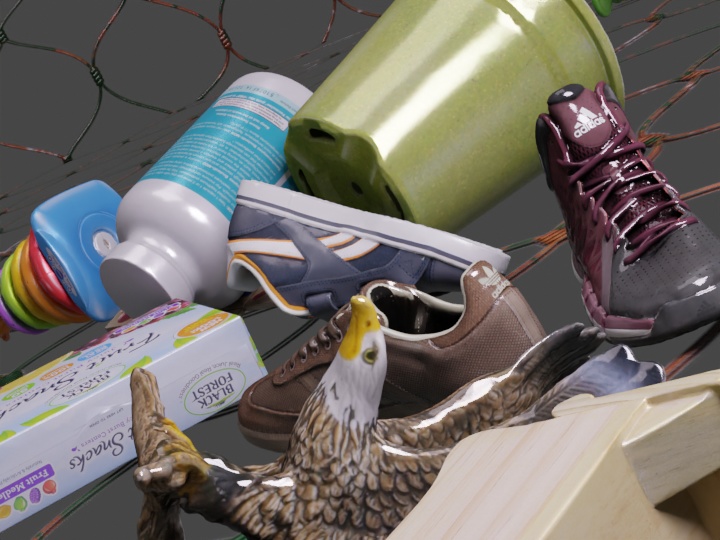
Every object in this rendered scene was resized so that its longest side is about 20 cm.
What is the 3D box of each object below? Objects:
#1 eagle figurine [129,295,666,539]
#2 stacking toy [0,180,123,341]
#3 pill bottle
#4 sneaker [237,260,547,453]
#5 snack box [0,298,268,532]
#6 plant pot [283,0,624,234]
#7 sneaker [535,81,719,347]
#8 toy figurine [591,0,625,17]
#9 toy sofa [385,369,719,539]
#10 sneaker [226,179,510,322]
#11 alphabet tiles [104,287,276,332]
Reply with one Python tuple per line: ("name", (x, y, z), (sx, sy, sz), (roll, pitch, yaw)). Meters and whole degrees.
("eagle figurine", (0.013, 0.078, 0.582), (0.199, 0.151, 0.152), (3, 54, -10))
("stacking toy", (-0.287, 0.015, 1.376), (0.200, 0.116, 0.110), (-28, 5, 37))
("pill bottle", (-0.103, -0.047, 1.121), (0.111, 0.111, 0.200), (-9, 33, 47))
("sneaker", (0.008, 0.040, 0.775), (0.200, 0.076, 0.070), (-13, 17, 38))
("snack box", (-0.172, 0.087, 0.954), (0.200, 0.053, 0.142), (-29, 15, -19))
("plant pot", (0.051, -0.107, 1.084), (0.184, 0.201, 0.200), (-42, 20, -23))
("sneaker", (0.127, -0.037, 0.778), (0.075, 0.116, 0.200), (-24, 13, -1))
("toy figurine", (0.362, -0.380, 1.745), (0.184, 0.150, 0.200), (-7, 41, 25))
("toy sofa", (0.044, 0.113, 0.411), (0.097, 0.083, 0.200), (-20, 13, 38))
("sneaker", (0.000, 0.000, 0.968), (0.200, 0.080, 0.078), (15, -1, 35))
("alphabet tiles", (-0.108, 0.004, 1.176), (0.200, 0.006, 0.167), (-10, 34, 44))
